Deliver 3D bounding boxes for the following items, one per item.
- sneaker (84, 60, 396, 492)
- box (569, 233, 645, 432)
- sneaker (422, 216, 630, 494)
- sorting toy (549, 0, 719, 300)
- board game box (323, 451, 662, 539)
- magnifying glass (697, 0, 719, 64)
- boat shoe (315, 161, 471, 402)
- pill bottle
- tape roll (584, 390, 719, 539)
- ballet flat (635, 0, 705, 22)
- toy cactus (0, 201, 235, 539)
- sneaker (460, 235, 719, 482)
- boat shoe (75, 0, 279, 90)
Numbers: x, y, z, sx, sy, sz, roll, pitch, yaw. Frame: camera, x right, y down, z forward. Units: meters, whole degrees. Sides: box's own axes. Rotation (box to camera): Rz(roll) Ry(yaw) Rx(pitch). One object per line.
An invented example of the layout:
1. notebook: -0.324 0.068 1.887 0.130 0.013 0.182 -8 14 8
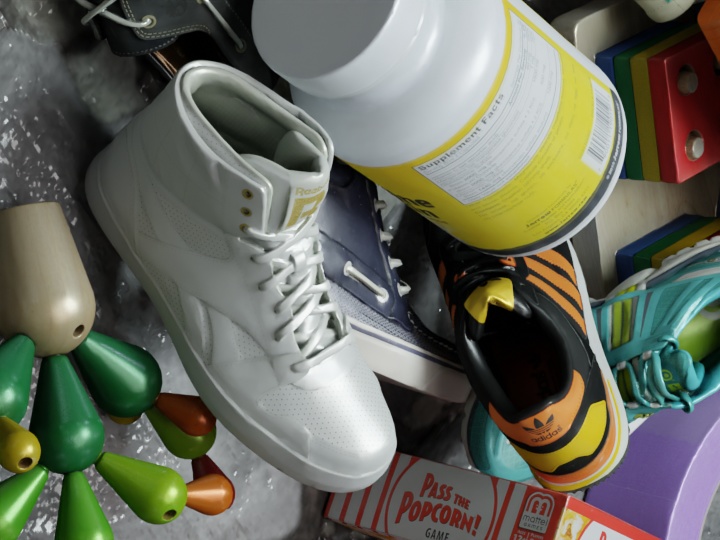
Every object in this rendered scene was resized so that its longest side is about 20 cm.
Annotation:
1. sneaker: -0.038 0.001 1.216 0.074 0.116 0.200 -35 84 -39
2. box: 0.140 -0.014 1.537 0.156 0.041 0.200 -40 126 -37
3. sneaker: 0.075 0.013 1.371 0.090 0.070 0.200 49 17 -55
4. sorting toy: 0.201 -0.067 1.513 0.199 0.070 0.200 -27 116 -44
5. board game box: 0.101 0.152 1.442 0.200 0.151 0.046 28 78 -47
6. magnifying glass: 0.229 -0.073 1.475 0.200 0.022 0.080 54 55 -38
7. boat shoe: 0.000 0.000 1.359 0.200 0.075 0.093 26 83 -48
8. pill bottle: 0.036 -0.089 1.284 0.200 0.112 0.112 33 73 -51
9. tape roll: 0.216 0.161 1.636 0.200 0.066 0.200 -12 107 -45
10. ballet flat: 0.195 -0.188 1.486 0.200 0.069 0.070 -41 126 -50
11. toy cactus: -0.139 0.054 1.224 0.200 0.102 0.165 -5 82 -45
12. sneaker: 0.141 0.047 1.410 0.200 0.080 0.078 -33 112 -1
13. boat shoe: -0.098 -0.131 1.230 0.200 0.072 0.068 38 69 -48
